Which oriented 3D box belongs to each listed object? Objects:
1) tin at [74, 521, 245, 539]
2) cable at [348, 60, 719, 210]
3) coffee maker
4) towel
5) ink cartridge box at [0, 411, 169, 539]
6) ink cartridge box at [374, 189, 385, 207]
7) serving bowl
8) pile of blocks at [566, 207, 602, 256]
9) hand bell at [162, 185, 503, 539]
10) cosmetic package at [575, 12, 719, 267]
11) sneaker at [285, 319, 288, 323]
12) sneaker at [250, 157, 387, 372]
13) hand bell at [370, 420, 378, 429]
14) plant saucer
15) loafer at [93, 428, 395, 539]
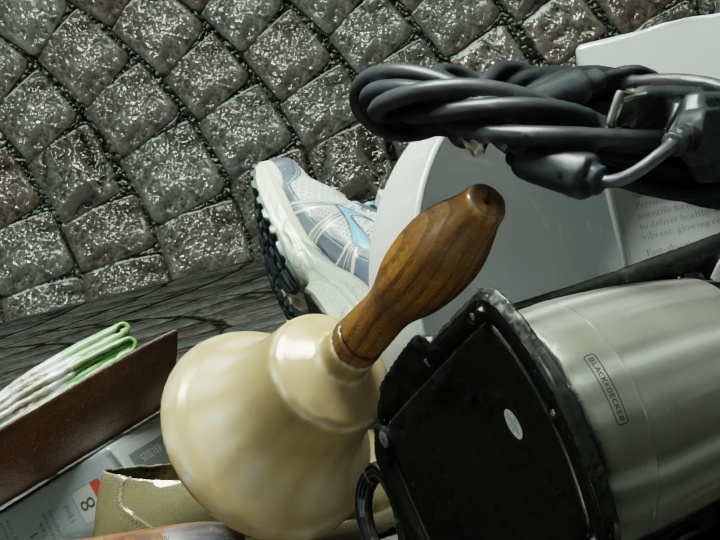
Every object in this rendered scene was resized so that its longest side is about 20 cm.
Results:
[{"bbox_3d":[-0.143,0.155,0.791,0.200,0.042,0.112,-11,3,20],"label":"tin"},{"bbox_3d":[0.090,-0.058,0.724,0.163,0.051,0.200,10,12,29],"label":"cable"},{"bbox_3d":[0.116,0.050,0.697,0.200,0.135,0.192,-16,5,-27],"label":"coffee maker"},{"bbox_3d":[-0.228,0.090,1.056,0.200,0.031,0.149,-31,0,-13],"label":"towel"},{"bbox_3d":[-0.176,0.146,1.009,0.200,0.050,0.162,-34,-2,19],"label":"ink cartridge box"},{"bbox_3d":[0.062,0.010,1.104,0.200,0.115,0.068,-3,40,-23],"label":"ink cartridge box"},{"bbox_3d":[0.071,0.009,0.872,0.066,0.201,0.200,-8,8,44],"label":"serving bowl"},{"bbox_3d":[0.130,0.034,1.020,0.082,0.062,0.200,-40,-25,-14],"label":"pile of blocks"},{"bbox_3d":[0.004,0.025,0.730,0.104,0.104,0.200,-18,-19,-40],"label":"hand bell"},{"bbox_3d":[0.172,-0.015,0.826,0.101,0.200,0.071,-12,-11,6],"label":"cosmetic package"},{"bbox_3d":[-0.008,0.063,1.151,0.200,0.087,0.075,-13,3,-11],"label":"sneaker"},{"bbox_3d":[0.000,0.000,0.970,0.086,0.078,0.200,-19,43,-13],"label":"sneaker"},{"bbox_3d":[-0.041,0.100,0.964,0.200,0.104,0.104,-31,14,-32],"label":"hand bell"},{"bbox_3d":[-0.180,0.099,0.978,0.200,0.037,0.200,-32,0,0],"label":"plant saucer"},{"bbox_3d":[-0.042,0.105,0.878,0.200,0.068,0.076,-18,9,-18],"label":"loafer"}]
